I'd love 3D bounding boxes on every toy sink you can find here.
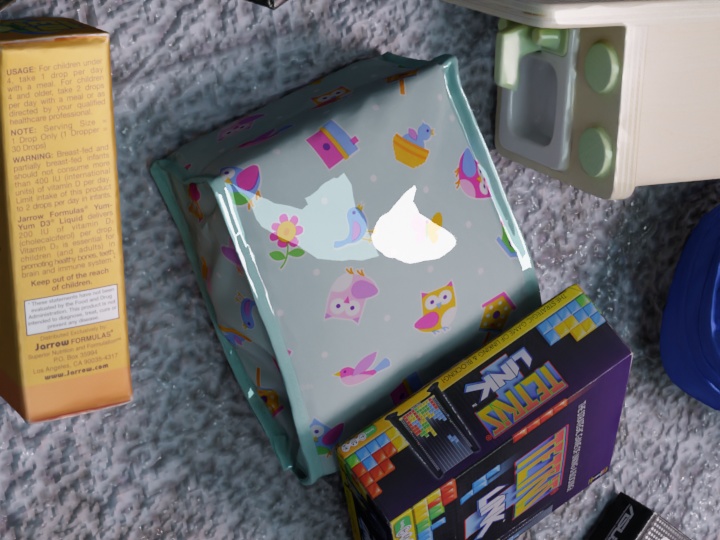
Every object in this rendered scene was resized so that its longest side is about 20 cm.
[{"bbox_3d":[0.150,-0.111,1.079,0.198,0.130,0.113,-6,108,-28],"label":"toy sink"}]

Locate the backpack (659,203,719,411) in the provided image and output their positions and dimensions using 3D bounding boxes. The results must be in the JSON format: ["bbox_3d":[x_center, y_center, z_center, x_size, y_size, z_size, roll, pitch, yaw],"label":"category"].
[{"bbox_3d":[0.301,0.024,1.161,0.199,0.168,0.164,22,71,-4],"label":"backpack"}]

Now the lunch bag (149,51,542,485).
[{"bbox_3d":[0.000,0.000,1.035,0.170,0.122,0.201,-29,111,-20],"label":"lunch bag"}]

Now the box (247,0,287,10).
[{"bbox_3d":[-0.044,-0.266,0.952,0.163,0.086,0.201,-36,119,-14],"label":"box"}]

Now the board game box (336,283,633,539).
[{"bbox_3d":[0.072,0.111,1.073,0.165,0.057,0.200,-33,157,-11],"label":"board game box"}]

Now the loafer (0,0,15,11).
[{"bbox_3d":[-0.149,-0.164,0.895,0.199,0.072,0.063,-37,125,22],"label":"loafer"}]

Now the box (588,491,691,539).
[{"bbox_3d":[0.195,0.280,1.266,0.200,0.047,0.194,38,87,-32],"label":"box"}]

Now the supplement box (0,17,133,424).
[{"bbox_3d":[-0.163,-0.028,0.968,0.068,0.066,0.202,-12,110,-25],"label":"supplement box"}]
